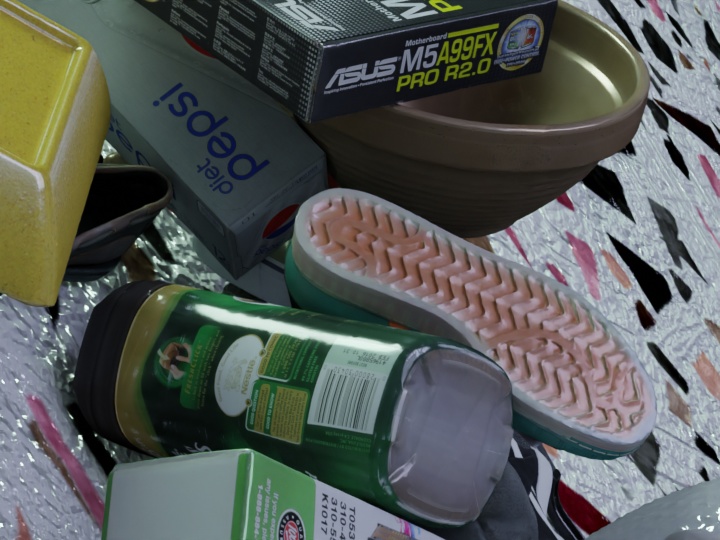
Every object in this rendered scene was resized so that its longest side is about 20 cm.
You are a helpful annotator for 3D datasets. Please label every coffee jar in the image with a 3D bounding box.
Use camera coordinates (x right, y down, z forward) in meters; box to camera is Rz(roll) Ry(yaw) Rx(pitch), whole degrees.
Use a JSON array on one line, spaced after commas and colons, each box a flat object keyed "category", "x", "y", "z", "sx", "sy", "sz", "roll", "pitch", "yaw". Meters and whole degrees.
[{"category": "coffee jar", "x": -0.035, "y": 0.060, "z": 1.277, "sx": 0.104, "sy": 0.200, "sz": 0.085, "roll": 24, "pitch": 80, "yaw": -52}]

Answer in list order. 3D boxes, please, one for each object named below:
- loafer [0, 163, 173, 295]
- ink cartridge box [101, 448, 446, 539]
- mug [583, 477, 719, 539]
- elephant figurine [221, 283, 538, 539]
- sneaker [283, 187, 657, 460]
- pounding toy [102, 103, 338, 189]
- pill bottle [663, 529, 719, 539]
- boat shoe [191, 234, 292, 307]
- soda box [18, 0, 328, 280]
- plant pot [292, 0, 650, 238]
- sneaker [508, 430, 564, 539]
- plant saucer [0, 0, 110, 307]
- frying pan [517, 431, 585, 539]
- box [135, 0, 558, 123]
[{"category": "loafer", "x": -0.159, "y": -0.031, "z": 1.311, "sx": 0.072, "sy": 0.063, "sz": 0.200, "roll": 60, "pitch": 22, "yaw": 9}, {"category": "ink cartridge box", "x": -0.024, "y": 0.176, "z": 1.192, "sx": 0.200, "sy": 0.084, "sz": 0.145, "roll": 29, "pitch": 58, "yaw": -48}, {"category": "mug", "x": 0.189, "y": 0.209, "z": 1.529, "sx": 0.148, "sy": 0.175, "sz": 0.200, "roll": 49, "pitch": 22, "yaw": -12}, {"category": "elephant figurine", "x": 0.015, "y": 0.093, "z": 1.427, "sx": 0.200, "sy": 0.141, "sz": 0.155, "roll": -115, "pitch": -169, "yaw": -66}, {"category": "sneaker", "x": 0.051, "y": 0.037, "z": 1.321, "sx": 0.200, "sy": 0.080, "sz": 0.071, "roll": 32, "pitch": 56, "yaw": 13}, {"category": "pounding toy", "x": -0.032, "y": -0.099, "z": 1.550, "sx": 0.200, "sy": 0.184, "sz": 0.142, "roll": 39, "pitch": 12, "yaw": -35}, {"category": "pill bottle", "x": 0.136, "y": 0.232, "z": 1.356, "sx": 0.200, "sy": 0.112, "sz": 0.112, "roll": -44, "pitch": 100, "yaw": -25}, {"category": "boat shoe", "x": 0.000, "y": 0.000, "z": 1.435, "sx": 0.200, "sy": 0.062, "sz": 0.072, "roll": 23, "pitch": 8, "yaw": 29}, {"category": "soda box", "x": -0.103, "y": -0.093, "z": 1.425, "sx": 0.200, "sy": 0.068, "sz": 0.063, "roll": 47, "pitch": -16, "yaw": 21}, {"category": "plant pot", "x": 0.045, "y": -0.080, "z": 1.426, "sx": 0.201, "sy": 0.093, "sz": 0.201, "roll": 8, "pitch": 28, "yaw": -4}, {"category": "sneaker", "x": 0.054, "y": 0.130, "z": 1.525, "sx": 0.112, "sy": 0.073, "sz": 0.200, "roll": 44, "pitch": 15, "yaw": -17}, {"category": "plant saucer", "x": -0.204, "y": -0.092, "z": 1.250, "sx": 0.200, "sy": 0.048, "sz": 0.200, "roll": 28, "pitch": 28, "yaw": -12}, {"category": "frying pan", "x": 0.093, "y": 0.110, "z": 1.687, "sx": 0.115, "sy": 0.031, "sz": 0.190, "roll": 13, "pitch": 43, "yaw": -58}, {"category": "box", "x": -0.024, "y": -0.149, "z": 1.383, "sx": 0.160, "sy": 0.044, "sz": 0.200, "roll": -14, "pitch": 37, "yaw": -39}]
